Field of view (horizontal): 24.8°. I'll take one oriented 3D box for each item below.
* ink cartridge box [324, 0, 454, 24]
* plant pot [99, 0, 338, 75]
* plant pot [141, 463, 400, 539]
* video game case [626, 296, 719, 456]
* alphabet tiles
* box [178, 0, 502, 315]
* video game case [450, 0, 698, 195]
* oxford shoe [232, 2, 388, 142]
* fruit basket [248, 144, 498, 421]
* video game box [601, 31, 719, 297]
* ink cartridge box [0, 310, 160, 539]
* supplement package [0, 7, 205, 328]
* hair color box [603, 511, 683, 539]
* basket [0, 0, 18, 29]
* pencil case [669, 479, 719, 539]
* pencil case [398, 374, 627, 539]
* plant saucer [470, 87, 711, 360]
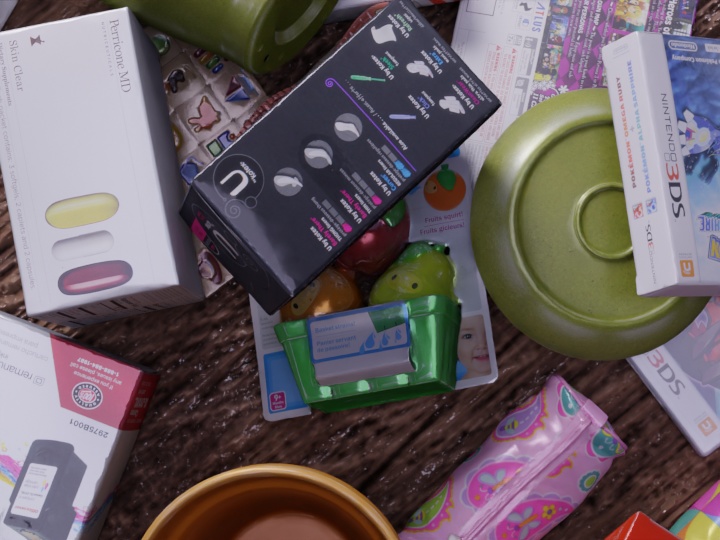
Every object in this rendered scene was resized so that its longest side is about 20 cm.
[{"bbox_3d":[0.039,-0.258,1.244,0.199,0.050,0.110,-8,86,17],"label":"ink cartridge box"},{"bbox_3d":[-0.111,-0.247,1.182,0.193,0.200,0.201,38,88,12],"label":"plant pot"},{"bbox_3d":[-0.056,0.234,1.168,0.199,0.183,0.202,0,87,2],"label":"plant pot"},{"bbox_3d":[0.285,0.010,1.257,0.200,0.023,0.183,-37,86,-2],"label":"video game case"},{"bbox_3d":[-0.139,-0.088,1.282,0.167,0.008,0.200,-36,86,-2],"label":"alphabet tiles"},{"bbox_3d":[-0.018,-0.077,1.137,0.200,0.122,0.106,-43,91,-14],"label":"box"},{"bbox_3d":[0.153,-0.138,1.253,0.180,0.036,0.201,11,86,11],"label":"video game case"},{"bbox_3d":[-0.031,-0.115,1.241,0.200,0.074,0.071,-43,93,-11],"label":"oxford shoe"},{"bbox_3d":[0.000,0.000,1.221,0.184,0.094,0.201,-10,82,14],"label":"fruit basket"},{"bbox_3d":[0.273,-0.074,1.182,0.199,0.047,0.184,-1,80,-32],"label":"video game box"},{"bbox_3d":[-0.256,0.144,1.231,0.145,0.083,0.201,20,86,2],"label":"ink cartridge box"},{"bbox_3d":[-0.192,-0.070,1.201,0.110,0.156,0.201,-12,85,0],"label":"supplement package"},{"bbox_3d":[0.190,0.245,1.152,0.101,0.200,0.061,32,62,3],"label":"hair color box"},{"bbox_3d":[-0.307,-0.283,1.239,0.123,0.136,0.201,29,87,7],"label":"basket"},{"bbox_3d":[0.304,0.175,1.215,0.088,0.088,0.200,42,87,4],"label":"pencil case"},{"bbox_3d":[0.105,0.172,1.220,0.200,0.087,0.087,-43,86,-2],"label":"pencil case"},{"bbox_3d":[0.180,-0.035,1.196,0.199,0.031,0.202,0,88,-8],"label":"plant saucer"}]
